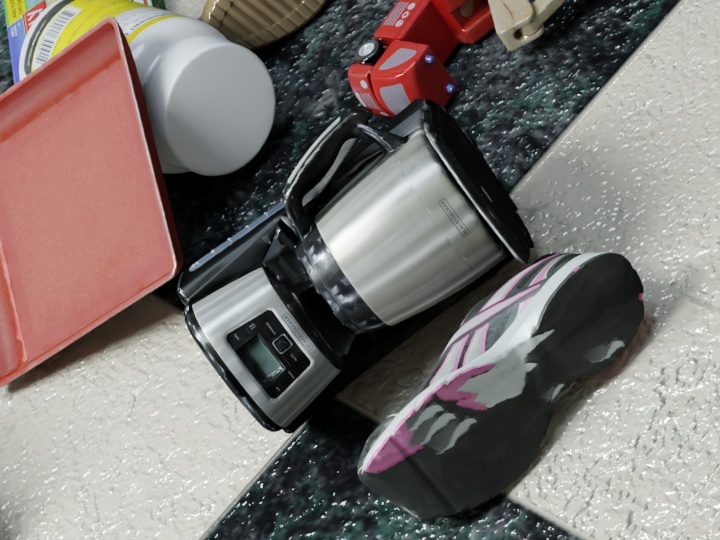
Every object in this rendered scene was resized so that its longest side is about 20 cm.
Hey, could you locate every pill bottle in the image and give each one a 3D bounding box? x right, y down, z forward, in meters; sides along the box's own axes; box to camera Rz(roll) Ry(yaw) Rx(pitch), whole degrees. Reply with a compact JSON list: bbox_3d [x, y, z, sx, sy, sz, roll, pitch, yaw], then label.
[{"bbox_3d":[-0.155,-0.134,1.917,0.114,0.114,0.199,-49,37,-15],"label":"pill bottle"}]

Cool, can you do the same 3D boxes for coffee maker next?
[{"bbox_3d":[0.000,0.000,1.628,0.199,0.192,0.135,-35,77,9],"label":"coffee maker"}]

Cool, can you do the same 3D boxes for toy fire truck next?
[{"bbox_3d":[0.094,-0.184,1.802,0.141,0.049,0.200,11,59,47],"label":"toy fire truck"}]

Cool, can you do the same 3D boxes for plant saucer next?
[{"bbox_3d":[-0.204,-0.044,1.839,0.199,0.037,0.201,-31,65,34],"label":"plant saucer"}]

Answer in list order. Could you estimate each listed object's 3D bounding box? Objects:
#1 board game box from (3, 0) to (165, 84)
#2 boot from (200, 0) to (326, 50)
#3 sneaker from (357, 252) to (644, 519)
[{"bbox_3d":[-0.222,-0.199,2.123,0.134,0.029,0.201,-31,36,10],"label":"board game box"},{"bbox_3d":[-0.064,-0.250,2.025,0.200,0.072,0.166,-45,23,-6],"label":"boot"},{"bbox_3d":[0.077,0.064,1.537,0.200,0.081,0.086,-39,22,-13],"label":"sneaker"}]
